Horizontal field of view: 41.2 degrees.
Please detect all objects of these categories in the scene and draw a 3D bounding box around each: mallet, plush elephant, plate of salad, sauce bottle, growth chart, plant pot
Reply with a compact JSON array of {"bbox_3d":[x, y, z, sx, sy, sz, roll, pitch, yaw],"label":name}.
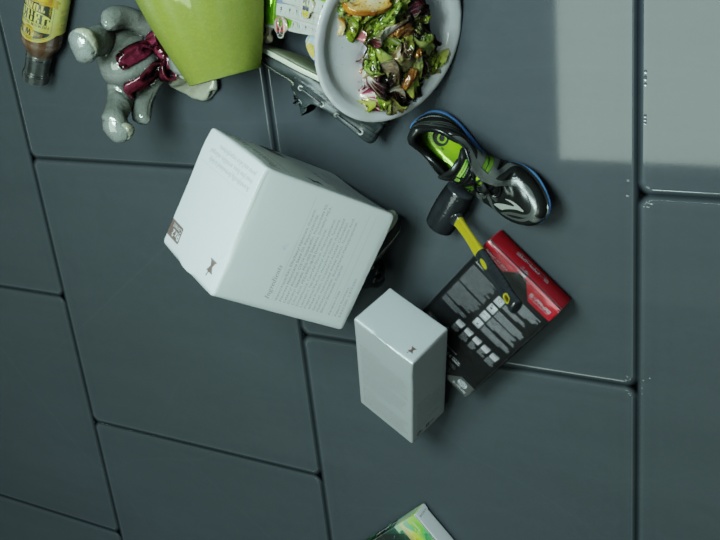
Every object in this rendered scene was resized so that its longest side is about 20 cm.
[{"bbox_3d":[0.144,-0.033,1.143,0.200,0.041,0.066,54,130,45],"label":"mallet"},{"bbox_3d":[-0.268,-0.284,1.278,0.154,0.200,0.165,-5,125,10],"label":"plush elephant"},{"bbox_3d":[0.039,-0.258,1.068,0.048,0.199,0.201,39,132,45],"label":"plate of salad"},{"bbox_3d":[-0.463,-0.367,1.407,0.065,0.065,0.201,32,125,15],"label":"sauce bottle"},{"bbox_3d":[-0.057,-0.337,1.114,0.200,0.018,0.145,18,113,50],"label":"growth chart"},{"bbox_3d":[-0.191,-0.335,1.168,0.186,0.187,0.201,-7,105,34],"label":"plant pot"}]

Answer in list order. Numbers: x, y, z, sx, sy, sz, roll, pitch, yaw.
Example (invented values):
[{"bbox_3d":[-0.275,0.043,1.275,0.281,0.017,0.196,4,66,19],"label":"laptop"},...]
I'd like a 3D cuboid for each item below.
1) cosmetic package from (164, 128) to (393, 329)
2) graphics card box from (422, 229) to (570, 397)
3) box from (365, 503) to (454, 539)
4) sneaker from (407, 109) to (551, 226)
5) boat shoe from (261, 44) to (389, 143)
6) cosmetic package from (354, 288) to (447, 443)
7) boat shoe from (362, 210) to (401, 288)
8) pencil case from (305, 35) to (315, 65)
[{"bbox_3d":[-0.103,-0.051,1.188,0.165,0.199,0.166,37,105,50],"label":"cosmetic package"},{"bbox_3d":[0.158,0.058,1.227,0.125,0.051,0.200,45,126,7],"label":"graphics card box"},{"bbox_3d":[0.076,0.459,1.475,0.144,0.036,0.200,49,127,3],"label":"box"},{"bbox_3d":[0.136,-0.114,1.140,0.199,0.083,0.071,38,127,11],"label":"sneaker"},{"bbox_3d":[-0.053,-0.222,1.213,0.199,0.075,0.066,27,112,8],"label":"boat shoe"},{"bbox_3d":[0.054,0.128,1.257,0.101,0.071,0.200,36,152,27],"label":"cosmetic package"},{"bbox_3d":[0.000,0.002,1.281,0.066,0.075,0.199,37,116,-15],"label":"boat shoe"},{"bbox_3d":[-0.003,-0.333,1.125,0.091,0.083,0.201,40,128,28],"label":"pencil case"}]
